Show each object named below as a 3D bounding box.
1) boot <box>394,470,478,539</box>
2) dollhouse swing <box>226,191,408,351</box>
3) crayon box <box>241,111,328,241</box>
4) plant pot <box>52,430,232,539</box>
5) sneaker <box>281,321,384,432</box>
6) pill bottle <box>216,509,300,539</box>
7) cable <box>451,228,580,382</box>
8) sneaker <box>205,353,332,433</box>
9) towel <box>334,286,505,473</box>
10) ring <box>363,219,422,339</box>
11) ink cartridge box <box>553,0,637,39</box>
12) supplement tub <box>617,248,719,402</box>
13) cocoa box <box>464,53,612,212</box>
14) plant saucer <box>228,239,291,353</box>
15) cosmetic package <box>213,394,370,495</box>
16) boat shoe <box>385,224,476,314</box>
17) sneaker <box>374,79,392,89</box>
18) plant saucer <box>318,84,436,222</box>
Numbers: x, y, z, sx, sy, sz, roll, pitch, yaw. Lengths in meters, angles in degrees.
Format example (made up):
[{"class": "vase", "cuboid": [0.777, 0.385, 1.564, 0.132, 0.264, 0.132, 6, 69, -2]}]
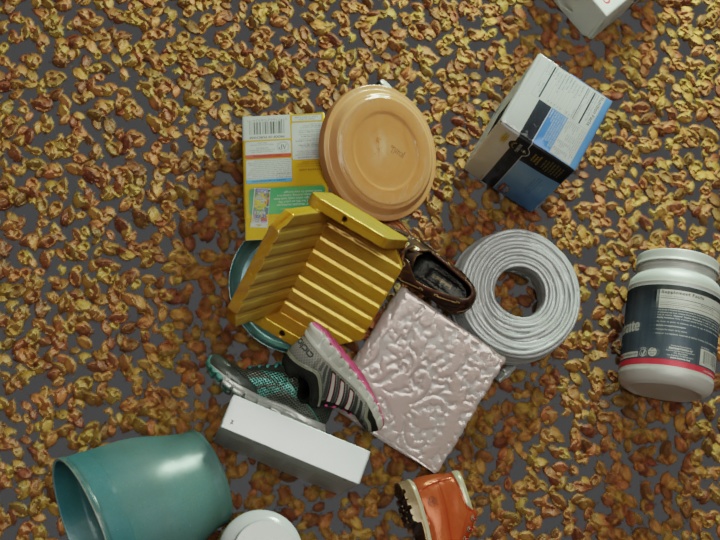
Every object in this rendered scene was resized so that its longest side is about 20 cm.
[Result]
[{"class": "boot", "cuboid": [0.128, 0.380, 1.627, 0.106, 0.075, 0.203, -13, 78, -18]}, {"class": "dollhouse swing", "cuboid": [-0.056, 0.020, 1.559, 0.180, 0.176, 0.202, 30, 104, -1]}, {"class": "crayon box", "cuboid": [-0.109, -0.128, 1.696, 0.124, 0.052, 0.203, -3, 67, -1]}, {"class": "plant pot", "cuboid": [-0.277, 0.305, 1.519, 0.186, 0.200, 0.202, -20, 80, -30]}, {"class": "sneaker", "cuboid": [-0.041, 0.160, 1.589, 0.087, 0.074, 0.201, -35, 124, 2]}, {"class": "pill bottle", "cuboid": [-0.134, 0.371, 1.513, 0.110, 0.200, 0.114, 2, 75, -9]}, {"class": "cable", "cuboid": [0.227, 0.038, 1.729, 0.198, 0.069, 0.201, -30, 83, -15]}, {"class": "sneaker", "cuboid": [-0.122, 0.159, 1.634, 0.198, 0.078, 0.092, 30, 75, -10]}, {"class": "towel", "cuboid": [0.082, 0.157, 1.666, 0.190, 0.032, 0.201, 33, 91, -2]}, {"class": "ring", "cuboid": [0.000, 0.000, 1.698, 0.197, 0.019, 0.203, 2, 76, -9]}, {"class": "ink cartridge box", "cuboid": [0.405, -0.498, 1.888, 0.199, 0.083, 0.146, -39, 86, -17]}, {"class": "supplement tub", "cuboid": [0.460, 0.083, 1.723, 0.138, 0.140, 0.203, 13, 74, -7]}, {"class": "cocoa box", "cuboid": [0.260, -0.199, 1.726, 0.130, 0.200, 0.134, 32, 72, -1]}, {"class": "plant saucer", "cuboid": [-0.094, 0.024, 1.698, 0.197, 0.027, 0.203, 2, 76, -9]}, {"class": "cosmetic package", "cuboid": [-0.097, 0.240, 1.579, 0.198, 0.151, 0.052, 23, 73, -4]}, {"class": "boat shoe", "cuboid": [0.080, -0.011, 1.661, 0.198, 0.070, 0.071, 30, 80, 7]}, {"class": "sneaker", "cuboid": [0.021, -0.188, 1.751, 0.080, 0.075, 0.202, 28, 73, -12]}, {"class": "plant saucer", "cuboid": [0.031, -0.173, 1.703, 0.198, 0.032, 0.203, 4, 83, -32]}]
